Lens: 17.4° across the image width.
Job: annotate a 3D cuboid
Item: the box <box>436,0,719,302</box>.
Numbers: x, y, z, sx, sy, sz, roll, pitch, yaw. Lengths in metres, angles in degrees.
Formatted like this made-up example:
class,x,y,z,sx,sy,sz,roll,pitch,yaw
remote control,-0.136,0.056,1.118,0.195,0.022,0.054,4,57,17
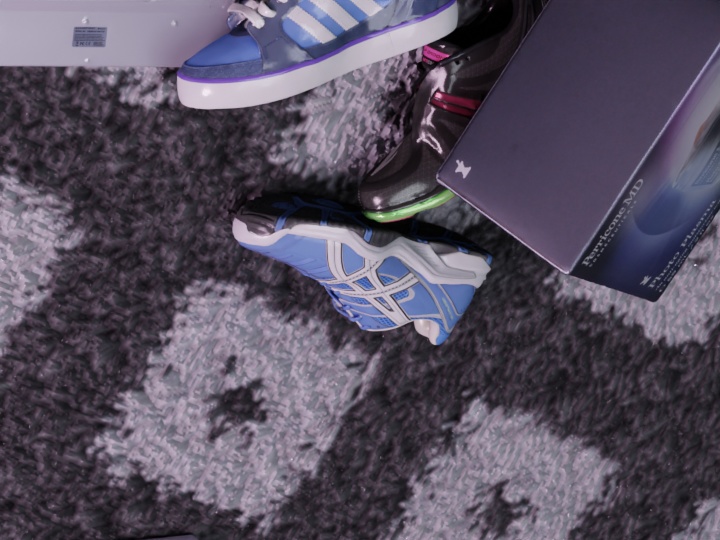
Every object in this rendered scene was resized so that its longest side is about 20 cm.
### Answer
class,x,y,z,sx,sy,sz,roll,pitch,yaw
box,0.179,-0.097,1.562,0.201,0.123,0.198,-57,156,9

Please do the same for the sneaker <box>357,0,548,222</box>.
class,x,y,z,sx,sy,sz,roll,pitch,yaw
sneaker,0.058,-0.119,1.580,0.084,0.077,0.200,41,83,-28

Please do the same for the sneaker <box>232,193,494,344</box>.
class,x,y,z,sx,sy,sz,roll,pitch,yaw
sneaker,0.000,0.000,1.600,0.199,0.076,0.078,15,103,-30

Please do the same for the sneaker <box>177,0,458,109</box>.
class,x,y,z,sx,sy,sz,roll,pitch,yaw
sneaker,-0.037,-0.197,1.488,0.199,0.081,0.148,-19,111,-14

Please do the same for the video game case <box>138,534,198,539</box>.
class,x,y,z,sx,sy,sz,roll,pitch,yaw
video game case,-0.209,0.286,1.674,0.181,0.022,0.202,-3,116,-25

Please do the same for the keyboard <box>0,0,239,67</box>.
class,x,y,z,sx,sy,sz,roll,pitch,yaw
keyboard,-0.170,-0.155,1.482,0.198,0.011,0.057,-2,120,-25
